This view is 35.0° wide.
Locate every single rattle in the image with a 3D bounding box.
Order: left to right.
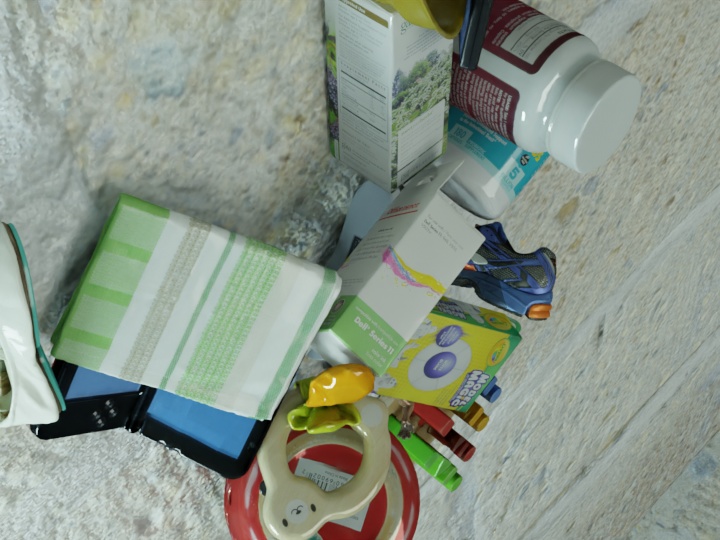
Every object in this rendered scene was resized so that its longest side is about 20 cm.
[{"bbox_3d":[-0.030,0.192,0.998,0.130,0.143,0.201,29,72,-24],"label":"rattle"}]

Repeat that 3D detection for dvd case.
[{"bbox_3d":[0.102,-0.274,0.932,0.201,0.017,0.143,-84,-177,-51],"label":"dvd case"}]

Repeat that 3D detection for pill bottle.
[{"bbox_3d":[0.156,-0.159,1.167,0.200,0.111,0.111,-51,151,-6],"label":"pill bottle"},{"bbox_3d":[0.146,-0.178,1.036,0.114,0.200,0.115,-36,147,-28],"label":"pill bottle"}]

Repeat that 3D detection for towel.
[{"bbox_3d":[-0.130,0.032,0.918,0.199,0.031,0.150,22,105,-27],"label":"towel"}]

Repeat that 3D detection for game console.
[{"bbox_3d":[-0.153,0.079,0.957,0.172,0.118,0.201,-1,122,-56],"label":"game console"}]

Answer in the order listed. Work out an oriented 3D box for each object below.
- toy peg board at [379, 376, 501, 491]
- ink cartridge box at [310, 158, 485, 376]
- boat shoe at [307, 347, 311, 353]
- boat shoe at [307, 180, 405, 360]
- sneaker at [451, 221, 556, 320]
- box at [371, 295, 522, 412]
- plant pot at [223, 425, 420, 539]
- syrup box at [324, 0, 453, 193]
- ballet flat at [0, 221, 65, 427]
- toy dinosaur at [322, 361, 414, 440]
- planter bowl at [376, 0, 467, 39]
[{"bbox_3d":[0.117,0.186,1.497,0.199,0.098,0.200,-50,152,-7],"label":"toy peg board"},{"bbox_3d":[0.036,-0.002,1.040,0.200,0.067,0.117,-52,-166,-15],"label":"ink cartridge box"},{"bbox_3d":[-0.108,0.109,1.138,0.201,0.057,0.067,-55,-173,11],"label":"boat shoe"},{"bbox_3d":[0.000,0.000,1.160,0.066,0.070,0.201,2,112,-55],"label":"boat shoe"},{"bbox_3d":[0.116,-0.018,1.173,0.079,0.199,0.075,-67,159,5],"label":"sneaker"},{"bbox_3d":[0.084,0.088,1.221,0.199,0.048,0.118,14,120,-39],"label":"box"},{"bbox_3d":[-0.040,0.233,1.150,0.201,0.200,0.183,-48,180,-9],"label":"plant pot"},{"bbox_3d":[0.025,-0.173,0.986,0.079,0.081,0.201,-38,148,-28],"label":"syrup box"},{"bbox_3d":[-0.262,0.051,0.832,0.069,0.069,0.201,-35,147,-30],"label":"ballet flat"},{"bbox_3d":[0.056,0.098,1.332,0.200,0.086,0.136,-41,143,-32],"label":"toy dinosaur"},{"bbox_3d":[0.015,-0.265,0.832,0.200,0.083,0.202,-4,90,-72],"label":"planter bowl"}]
